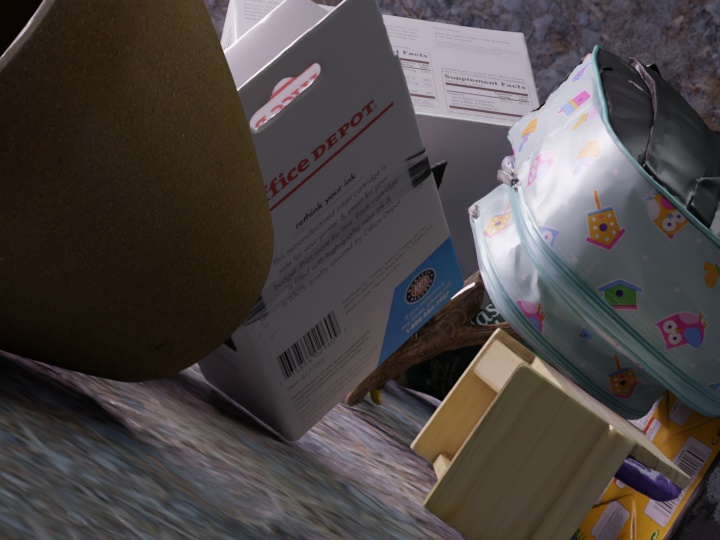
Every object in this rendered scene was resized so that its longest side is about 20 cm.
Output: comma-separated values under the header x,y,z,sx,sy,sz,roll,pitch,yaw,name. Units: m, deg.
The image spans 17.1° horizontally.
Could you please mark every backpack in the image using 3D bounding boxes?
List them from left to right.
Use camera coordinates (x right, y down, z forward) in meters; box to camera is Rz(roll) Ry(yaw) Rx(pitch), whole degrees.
x,y,z,sx,sy,sz,roll,pitch,yaw,name
0.153,-0.011,1.289,0.176,0.153,0.200,42,10,-14,backpack

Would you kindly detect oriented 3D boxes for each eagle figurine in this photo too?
x,y,z,sx,sy,sz,roll,pitch,yaw,name
-0.002,0.007,1.417,0.151,0.151,0.200,18,19,-27,eagle figurine

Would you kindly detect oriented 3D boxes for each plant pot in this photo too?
x,y,z,sx,sy,sz,roll,pitch,yaw,name
-0.118,-0.049,0.832,0.186,0.186,0.200,33,-11,41,plant pot

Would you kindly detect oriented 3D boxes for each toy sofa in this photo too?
x,y,z,sx,sy,sz,roll,pitch,yaw,name
0.087,0.095,1.168,0.097,0.083,0.200,36,3,-3,toy sofa

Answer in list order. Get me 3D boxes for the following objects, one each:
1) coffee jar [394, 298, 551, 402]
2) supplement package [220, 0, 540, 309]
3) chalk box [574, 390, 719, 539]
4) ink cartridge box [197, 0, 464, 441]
x,y,z,sx,sy,sz,roll,pitch,yaw,name
0.100,0.062,1.620,0.200,0.104,0.085,31,-39,24,coffee jar
0.000,-0.077,1.565,0.199,0.156,0.111,7,40,-11,supplement package
0.241,0.153,1.363,0.200,0.125,0.124,31,3,-21,chalk box
-0.033,-0.034,1.029,0.068,0.116,0.200,34,-24,35,ink cartridge box
